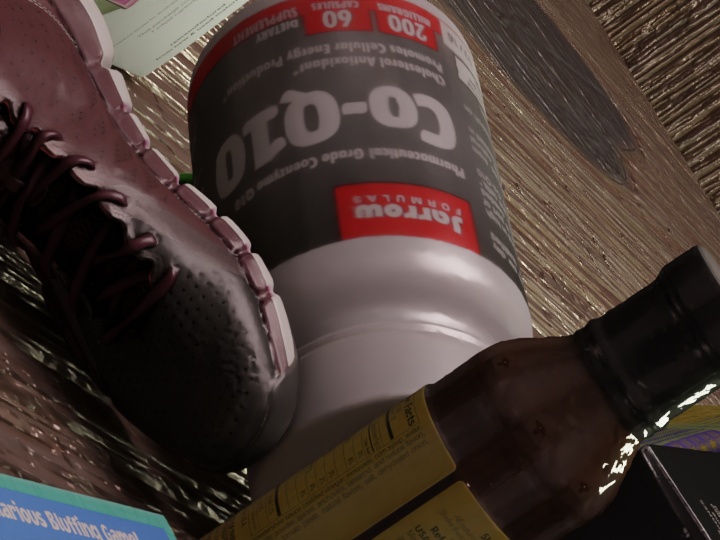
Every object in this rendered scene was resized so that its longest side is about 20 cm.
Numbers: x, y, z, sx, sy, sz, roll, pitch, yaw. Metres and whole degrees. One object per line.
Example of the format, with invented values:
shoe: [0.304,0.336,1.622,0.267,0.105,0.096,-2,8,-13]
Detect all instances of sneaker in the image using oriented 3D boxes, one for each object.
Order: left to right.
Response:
sneaker: [-0.107,-0.018,0.783,0.200,0.076,0.115,56,25,19]

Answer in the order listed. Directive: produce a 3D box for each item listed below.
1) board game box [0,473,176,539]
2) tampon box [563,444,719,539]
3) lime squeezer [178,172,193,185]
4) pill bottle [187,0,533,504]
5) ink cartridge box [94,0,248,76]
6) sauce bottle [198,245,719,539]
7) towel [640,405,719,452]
board game box: [-0.053,0.142,0.581,0.200,0.045,0.152,59,13,22]
tampon box: [0.093,0.153,0.848,0.126,0.150,0.200,58,13,15]
lime squeezer: [-0.056,-0.008,0.978,0.200,0.038,0.071,53,15,2]
pill bottle: [0.000,0.000,0.880,0.114,0.114,0.200,44,26,-40]
ink cartridge box: [-0.134,-0.175,1.021,0.145,0.085,0.200,58,12,16]
sauce bottle: [0.031,0.065,0.738,0.065,0.200,0.065,53,12,-17]
towel: [0.078,0.072,0.972,0.200,0.143,0.023,-7,96,-58]
